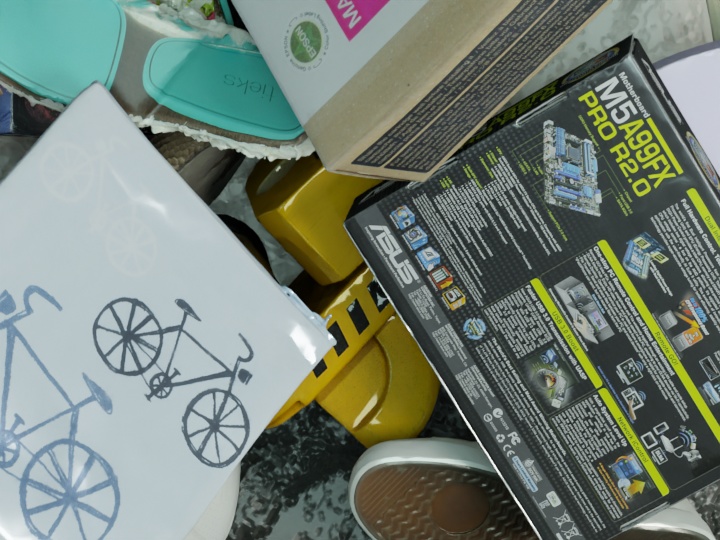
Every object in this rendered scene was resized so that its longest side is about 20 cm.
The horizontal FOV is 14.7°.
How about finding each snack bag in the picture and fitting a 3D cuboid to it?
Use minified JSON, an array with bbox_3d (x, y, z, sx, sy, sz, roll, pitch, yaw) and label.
[{"bbox_3d":[-0.125,0.038,1.280,0.189,0.021,0.200,48,64,-21],"label":"snack bag"}]

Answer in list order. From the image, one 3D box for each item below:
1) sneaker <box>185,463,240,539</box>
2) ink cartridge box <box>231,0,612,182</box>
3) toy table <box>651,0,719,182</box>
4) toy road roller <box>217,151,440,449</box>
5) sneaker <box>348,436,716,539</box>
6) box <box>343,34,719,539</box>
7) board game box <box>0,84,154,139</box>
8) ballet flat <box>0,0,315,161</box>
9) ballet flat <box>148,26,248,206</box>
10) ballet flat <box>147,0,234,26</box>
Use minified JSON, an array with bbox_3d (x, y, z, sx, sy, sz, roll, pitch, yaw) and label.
[{"bbox_3d":[-0.120,0.158,1.429,0.070,0.080,0.201,28,90,0],"label":"sneaker"},{"bbox_3d":[0.013,-0.167,1.255,0.165,0.075,0.201,-43,64,29],"label":"ink cartridge box"},{"bbox_3d":[0.190,-0.061,1.362,0.199,0.117,0.185,-2,106,10],"label":"toy table"},{"bbox_3d":[0.000,0.000,1.409,0.146,0.123,0.200,43,95,-14],"label":"toy road roller"},{"bbox_3d":[0.080,0.117,1.417,0.199,0.085,0.073,16,116,-21],"label":"sneaker"},{"bbox_3d":[0.111,0.016,1.313,0.160,0.044,0.200,-30,100,14],"label":"box"},{"bbox_3d":[-0.128,-0.165,1.402,0.135,0.035,0.201,0,92,-43],"label":"board game box"},{"bbox_3d":[-0.104,-0.096,1.331,0.199,0.072,0.072,21,91,6],"label":"ballet flat"},{"bbox_3d":[-0.073,-0.081,1.406,0.046,0.067,0.200,34,65,12],"label":"ballet flat"},{"bbox_3d":[-0.121,-0.196,1.349,0.064,0.076,0.201,-21,103,-11],"label":"ballet flat"}]
